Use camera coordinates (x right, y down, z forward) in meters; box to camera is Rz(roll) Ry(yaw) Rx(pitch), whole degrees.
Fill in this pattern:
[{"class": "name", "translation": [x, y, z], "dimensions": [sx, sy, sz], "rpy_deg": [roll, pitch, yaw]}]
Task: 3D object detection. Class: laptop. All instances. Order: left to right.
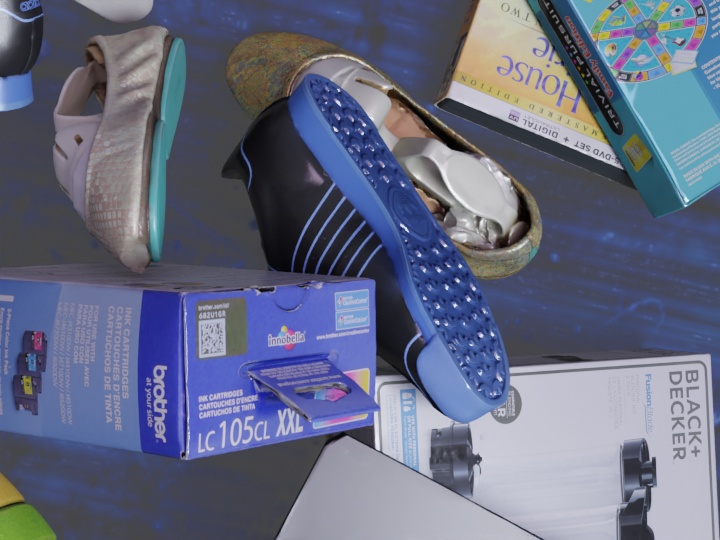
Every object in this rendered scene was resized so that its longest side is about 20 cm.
[{"class": "laptop", "translation": [0.009, 0.201, 0.843], "dimensions": [0.177, 0.200, 0.104], "rpy_deg": [29, 50, -8]}]

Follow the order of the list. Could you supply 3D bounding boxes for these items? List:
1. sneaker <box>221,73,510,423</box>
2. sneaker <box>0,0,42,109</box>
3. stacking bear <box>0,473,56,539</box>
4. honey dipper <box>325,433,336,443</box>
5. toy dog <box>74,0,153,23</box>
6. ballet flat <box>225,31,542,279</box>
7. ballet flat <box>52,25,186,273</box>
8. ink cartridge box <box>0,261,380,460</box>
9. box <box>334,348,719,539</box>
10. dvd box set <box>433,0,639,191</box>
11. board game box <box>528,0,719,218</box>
[{"class": "sneaker", "translation": [0.000, 0.000, 0.848], "dimensions": [0.078, 0.070, 0.201], "rpy_deg": [-40, 66, 26]}, {"class": "sneaker", "translation": [-0.249, -0.137, 0.823], "dimensions": [0.199, 0.070, 0.078], "rpy_deg": [12, 110, 6]}, {"class": "stacking bear", "translation": [-0.204, 0.133, 0.819], "dimensions": [0.121, 0.114, 0.201], "rpy_deg": [-18, 73, -54]}, {"class": "honey dipper", "translation": [-0.013, 0.096, 0.904], "dimensions": [0.038, 0.038, 0.201], "rpy_deg": [-8, 90, -13]}, {"class": "toy dog", "translation": [-0.130, -0.200, 0.894], "dimensions": [0.199, 0.096, 0.133], "rpy_deg": [-13, 94, 0]}, {"class": "ballet flat", "translation": [0.018, -0.068, 0.911], "dimensions": [0.200, 0.071, 0.071], "rpy_deg": [37, 78, -6]}, {"class": "ballet flat", "translation": [-0.123, -0.060, 0.834], "dimensions": [0.062, 0.200, 0.068], "rpy_deg": [1, 121, -2]}, {"class": "ink cartridge box", "translation": [-0.084, 0.038, 0.785], "dimensions": [0.136, 0.199, 0.077], "rpy_deg": [-4, 94, -51]}, {"class": "box", "translation": [0.089, 0.103, 0.892], "dimensions": [0.199, 0.060, 0.117], "rpy_deg": [-1, 89, -21]}, {"class": "dvd box set", "translation": [0.140, -0.160, 0.966], "dimensions": [0.146, 0.029, 0.201], "rpy_deg": [22, 79, -9]}, {"class": "board game box", "translation": [0.179, -0.154, 0.933], "dimensions": [0.151, 0.047, 0.201], "rpy_deg": [-30, 90, -15]}]
